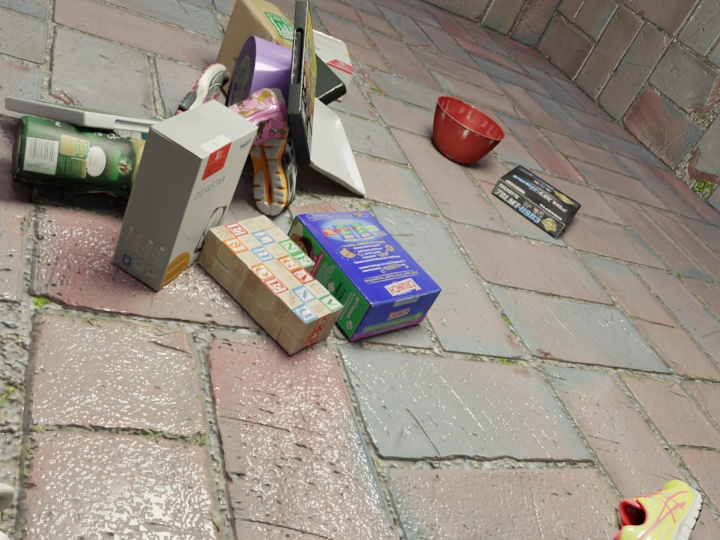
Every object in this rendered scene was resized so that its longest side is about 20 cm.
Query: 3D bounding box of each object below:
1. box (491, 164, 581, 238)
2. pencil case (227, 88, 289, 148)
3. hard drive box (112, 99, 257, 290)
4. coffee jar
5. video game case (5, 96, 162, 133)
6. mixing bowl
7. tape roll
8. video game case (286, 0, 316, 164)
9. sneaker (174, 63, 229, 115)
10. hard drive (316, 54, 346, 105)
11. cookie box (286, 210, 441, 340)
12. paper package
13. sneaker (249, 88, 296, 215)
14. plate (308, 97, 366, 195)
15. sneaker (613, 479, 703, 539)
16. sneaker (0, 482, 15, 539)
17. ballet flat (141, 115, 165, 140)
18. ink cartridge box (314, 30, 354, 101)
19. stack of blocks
[{"bbox_3d":[0.447,-0.180,1.716,0.198,0.050,0.198,38,31,14],"label":"box"},{"bbox_3d":[-0.202,-0.203,1.019,0.198,0.084,0.086,-33,55,-26],"label":"pencil case"},{"bbox_3d":[-0.228,-0.101,0.885,0.076,0.203,0.156,29,31,4],"label":"hard drive box"},{"bbox_3d":[-0.368,-0.149,0.934,0.196,0.088,0.103,8,0,-33],"label":"coffee jar"},{"bbox_3d":[-0.388,-0.226,1.006,0.196,0.023,0.181,17,13,31],"label":"video game case"},{"bbox_3d":[0.260,-0.347,1.741,0.196,0.110,0.202,21,32,-14],"label":"mixing bowl"},{"bbox_3d":[-0.183,-0.308,1.224,0.083,0.203,0.202,12,34,-25],"label":"tape roll"},{"bbox_3d":[-0.093,-0.295,1.099,0.025,0.200,0.186,3,77,1],"label":"video game case"},{"bbox_3d":[-0.285,-0.305,1.255,0.074,0.081,0.203,31,47,-16],"label":"sneaker"},{"bbox_3d":[-0.137,-0.429,1.528,0.138,0.033,0.201,-32,56,-10],"label":"hard drive"},{"bbox_3d":[0.000,0.000,1.051,0.169,0.076,0.201,-7,46,-46],"label":"cookie box"},{"bbox_3d":[-0.205,-0.431,1.394,0.101,0.193,0.202,0,42,-38],"label":"paper package"},{"bbox_3d":[-0.143,-0.198,1.137,0.076,0.206,0.077,6,11,20],"label":"sneaker"},{"bbox_3d":[-0.074,-0.249,1.303,0.199,0.032,0.204,23,44,-57],"label":"plate"},{"bbox_3d":[0.393,0.327,0.906,0.089,0.080,0.198,33,28,22],"label":"sneaker"},{"bbox_3d":[-0.303,0.222,0.475,0.097,0.076,0.202,15,33,-19],"label":"sneaker"},{"bbox_3d":[-0.279,-0.164,1.085,0.200,0.073,0.071,46,35,22],"label":"ballet flat"},{"bbox_3d":[-0.103,-0.530,1.728,0.142,0.084,0.202,16,34,-19],"label":"ink cartridge box"},{"bbox_3d":[-0.118,0.014,0.948,0.199,0.059,0.114,42,33,20],"label":"stack of blocks"}]
